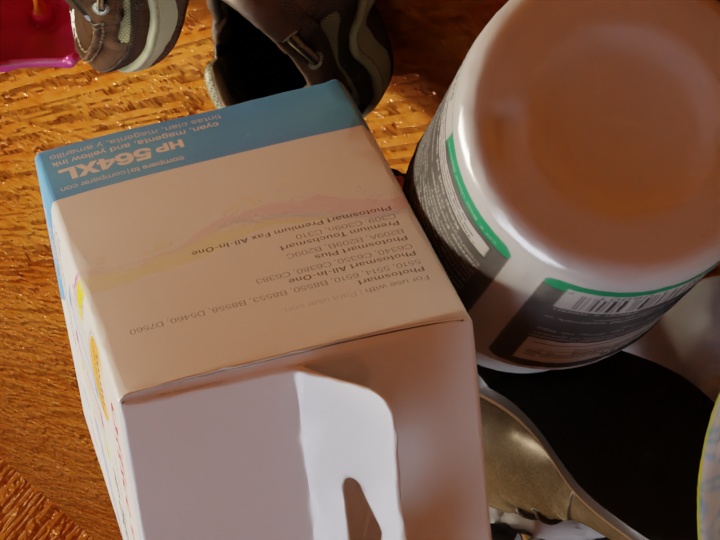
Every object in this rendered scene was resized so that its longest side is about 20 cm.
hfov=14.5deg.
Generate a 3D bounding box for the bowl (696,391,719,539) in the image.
[{"bbox_3d":[0.225,0.083,0.949,0.200,0.201,0.108,30,-155,30],"label":"bowl"}]

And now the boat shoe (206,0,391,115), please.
[{"bbox_3d":[-0.035,-0.092,1.140,0.075,0.075,0.202,36,165,12],"label":"boat shoe"}]

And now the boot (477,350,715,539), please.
[{"bbox_3d":[0.086,0.074,1.126,0.200,0.074,0.076,36,138,30],"label":"boot"}]

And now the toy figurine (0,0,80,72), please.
[{"bbox_3d":[-0.165,-0.165,1.246,0.200,0.151,0.184,-16,142,43],"label":"toy figurine"}]

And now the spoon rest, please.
[{"bbox_3d":[0.127,0.044,1.165,0.199,0.061,0.100,-4,127,35],"label":"spoon rest"}]

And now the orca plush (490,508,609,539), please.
[{"bbox_3d":[0.040,0.108,1.442,0.199,0.106,0.071,4,151,-26],"label":"orca plush"}]

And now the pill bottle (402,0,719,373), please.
[{"bbox_3d":[0.074,-0.027,1.020,0.113,0.113,0.200,38,165,2],"label":"pill bottle"}]

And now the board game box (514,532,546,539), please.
[{"bbox_3d":[0.149,0.201,1.284,0.135,0.035,0.200,17,-158,-20],"label":"board game box"}]

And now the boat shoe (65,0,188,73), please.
[{"bbox_3d":[-0.108,-0.140,1.145,0.202,0.075,0.075,118,141,-63],"label":"boat shoe"}]

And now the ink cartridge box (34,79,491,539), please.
[{"bbox_3d":[-0.034,0.043,1.023,0.200,0.125,0.129,-116,16,-57],"label":"ink cartridge box"}]

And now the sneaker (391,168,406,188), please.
[{"bbox_3d":[0.000,0.000,1.181,0.200,0.087,0.074,9,178,-41],"label":"sneaker"}]
